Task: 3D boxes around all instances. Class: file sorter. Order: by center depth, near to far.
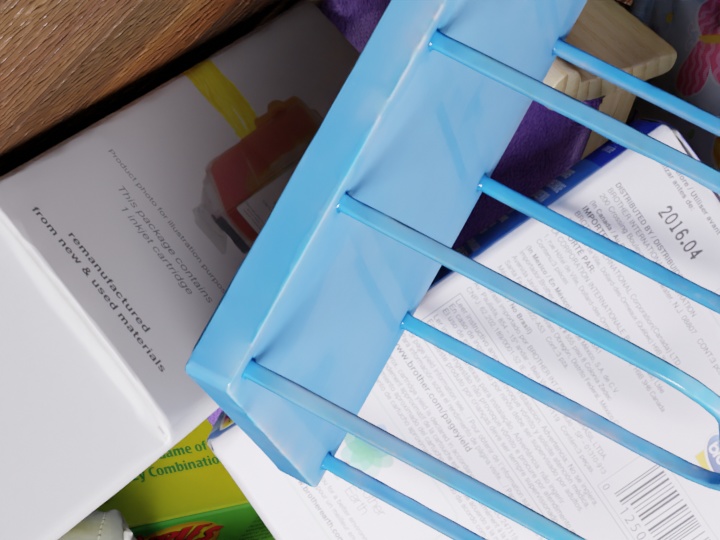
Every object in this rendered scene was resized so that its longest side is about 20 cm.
[{"bbox_3d":[0.065,-0.020,0.677,0.201,0.122,0.139,-60,166,-9],"label":"file sorter"}]

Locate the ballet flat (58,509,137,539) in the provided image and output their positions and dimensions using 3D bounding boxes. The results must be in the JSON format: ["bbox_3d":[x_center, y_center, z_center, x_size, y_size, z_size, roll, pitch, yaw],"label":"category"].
[{"bbox_3d":[-0.074,0.128,0.887,0.063,0.068,0.200,0,161,14],"label":"ballet flat"}]

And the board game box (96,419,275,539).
[{"bbox_3d":[-0.036,0.083,0.995,0.199,0.048,0.102,-10,153,-33],"label":"board game box"}]

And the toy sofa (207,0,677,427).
[{"bbox_3d":[0.020,-0.009,0.878,0.097,0.083,0.201,-18,139,-41],"label":"toy sofa"}]

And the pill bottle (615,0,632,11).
[{"bbox_3d":[0.087,-0.067,1.130,0.113,0.113,0.200,-39,-163,1],"label":"pill bottle"}]

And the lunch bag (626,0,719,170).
[{"bbox_3d":[0.164,0.004,0.919,0.127,0.169,0.201,19,-82,58],"label":"lunch bag"}]

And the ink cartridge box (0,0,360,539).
[{"bbox_3d":[-0.076,0.015,0.760,0.145,0.084,0.200,-40,179,32],"label":"ink cartridge box"}]

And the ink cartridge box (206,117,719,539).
[{"bbox_3d":[0.073,0.046,0.792,0.199,0.137,0.076,-35,-175,4],"label":"ink cartridge box"}]
